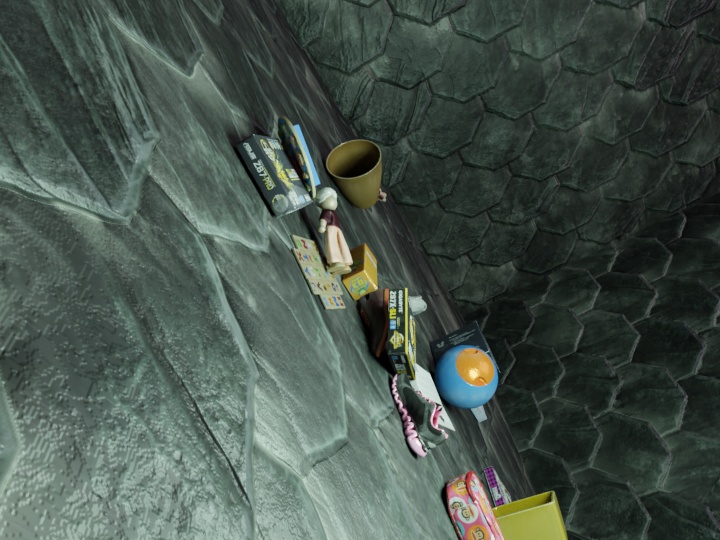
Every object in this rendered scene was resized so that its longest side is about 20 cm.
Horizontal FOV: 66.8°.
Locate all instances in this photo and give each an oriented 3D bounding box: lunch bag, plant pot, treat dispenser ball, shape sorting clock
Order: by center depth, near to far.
[{"bbox_3d":[0.262,0.563,1.231,0.200,0.082,0.176,67,8,15],"label":"lunch bag"},{"bbox_3d":[-0.150,-0.255,1.253,0.200,0.039,0.200,55,-20,32],"label":"shape sorting clock"},{"bbox_3d":[0.470,0.738,1.478,0.195,0.194,0.200,35,35,-67],"label":"plant pot"},{"bbox_3d":[0.338,0.341,1.752,0.201,0.201,0.201,58,12,-20],"label":"treat dispenser ball"},{"bbox_3d":[-0.003,-0.311,1.874,0.200,0.186,0.187,70,1,-51],"label":"plant pot"}]

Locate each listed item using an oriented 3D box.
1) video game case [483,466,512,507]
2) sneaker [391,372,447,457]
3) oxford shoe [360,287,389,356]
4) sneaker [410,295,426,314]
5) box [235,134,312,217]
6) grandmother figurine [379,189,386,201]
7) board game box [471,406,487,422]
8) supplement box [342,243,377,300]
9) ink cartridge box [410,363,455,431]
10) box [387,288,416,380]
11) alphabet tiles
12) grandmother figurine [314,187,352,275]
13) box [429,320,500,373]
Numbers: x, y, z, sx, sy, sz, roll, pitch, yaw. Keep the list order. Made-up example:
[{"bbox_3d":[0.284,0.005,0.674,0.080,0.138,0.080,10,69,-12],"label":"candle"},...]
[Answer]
[{"bbox_3d":[0.470,0.769,1.767,0.181,0.036,0.200,58,12,-27],"label":"video game case"},{"bbox_3d":[0.134,0.306,1.208,0.079,0.095,0.200,47,17,-47],"label":"sneaker"},{"bbox_3d":[0.032,0.121,1.299,0.200,0.072,0.071,-83,-176,-49],"label":"oxford shoe"},{"bbox_3d":[0.187,0.113,1.939,0.073,0.071,0.200,66,12,15],"label":"sneaker"},{"bbox_3d":[-0.172,-0.196,1.127,0.161,0.049,0.200,63,9,-7],"label":"box"},{"bbox_3d":[0.070,-0.363,2.530,0.121,0.061,0.200,37,9,13],"label":"grandmother figurine"},{"bbox_3d":[0.453,0.498,2.292,0.200,0.043,0.199,58,12,-22],"label":"board game box"},{"bbox_3d":[0.000,0.000,1.390,0.069,0.066,0.200,58,12,-20],"label":"supplement box"},{"bbox_3d":[0.167,0.331,1.416,0.200,0.045,0.176,43,22,-57],"label":"ink cartridge box"},{"bbox_3d":[0.099,0.156,1.291,0.200,0.049,0.160,70,21,-60],"label":"box"},{"bbox_3d":[-0.086,0.006,1.147,0.167,0.006,0.200,64,11,9],"label":"alphabet tiles"},{"bbox_3d":[-0.062,-0.093,1.236,0.121,0.060,0.200,54,24,-74],"label":"grandmother figurine"},{"bbox_3d":[0.376,0.316,1.987,0.118,0.196,0.200,58,12,-25],"label":"box"}]
